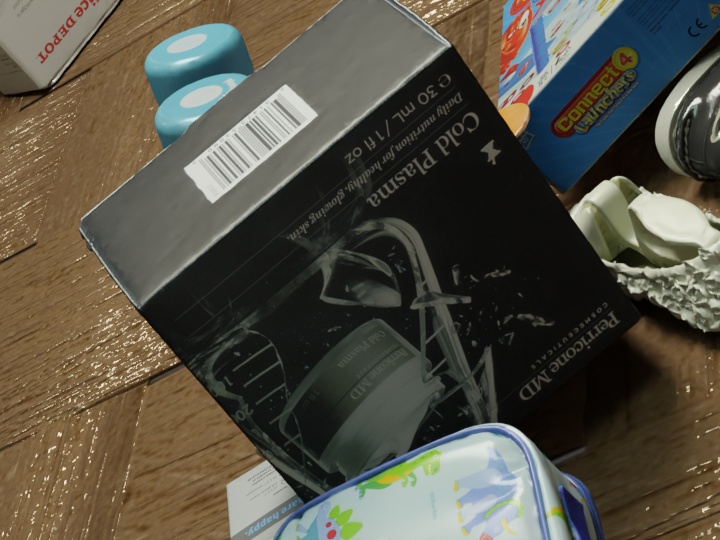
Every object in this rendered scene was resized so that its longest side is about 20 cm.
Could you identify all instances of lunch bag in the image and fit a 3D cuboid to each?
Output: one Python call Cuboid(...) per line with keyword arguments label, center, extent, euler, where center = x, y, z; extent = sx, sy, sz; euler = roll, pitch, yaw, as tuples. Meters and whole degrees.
Cuboid(label="lunch bag", center=(0.045, 0.179, 1.006), extent=(0.160, 0.082, 0.201), euler=(-28, 47, 19))

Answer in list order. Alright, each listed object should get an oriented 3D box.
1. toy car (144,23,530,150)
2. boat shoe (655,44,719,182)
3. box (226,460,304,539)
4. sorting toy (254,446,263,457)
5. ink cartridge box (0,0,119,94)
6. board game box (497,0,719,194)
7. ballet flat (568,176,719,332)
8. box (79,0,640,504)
Cuboid(label="toy car", center=(0.002, -0.057, 1.279), extent=(0.199, 0.185, 0.177), euler=(-20, 25, 0))
Cuboid(label="boat shoe", center=(0.243, -0.132, 1.245), extent=(0.200, 0.074, 0.060), euler=(-49, 30, -9))
Cuboid(label="box", center=(0.005, 0.147, 1.179), extent=(0.155, 0.041, 0.200), euler=(-32, 31, 14))
Cuboid(label="sorting toy", center=(-0.002, 0.020, 1.376), extent=(0.185, 0.037, 0.200), euler=(-38, 25, 6))
Cuboid(label="ink cartridge box", center=(-0.324, -0.276, 1.992), extent=(0.084, 0.200, 0.146), euler=(-2, 46, 53))
Cuboid(label="board game box", center=(0.164, -0.173, 1.329), extent=(0.200, 0.056, 0.196), euler=(-48, 16, 25))
Cuboid(label="ballet flat", center=(0.157, -0.020, 1.203), extent=(0.072, 0.072, 0.200), euler=(-47, 29, -12))
Cuboid(label="box", center=(0.000, 0.000, 1.146), extent=(0.200, 0.197, 0.124), euler=(-40, 31, -2))
